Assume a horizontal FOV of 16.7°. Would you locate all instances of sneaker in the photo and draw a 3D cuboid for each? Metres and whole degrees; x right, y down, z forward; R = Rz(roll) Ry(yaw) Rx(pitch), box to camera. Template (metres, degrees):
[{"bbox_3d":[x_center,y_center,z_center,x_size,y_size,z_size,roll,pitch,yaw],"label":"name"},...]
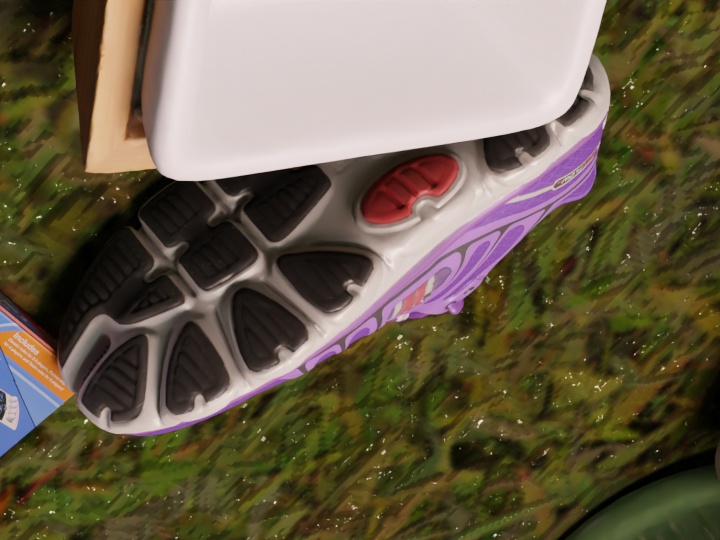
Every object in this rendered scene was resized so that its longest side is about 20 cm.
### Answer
[{"bbox_3d":[0.000,0.000,0.783,0.200,0.081,0.083,-30,144,-11],"label":"sneaker"}]

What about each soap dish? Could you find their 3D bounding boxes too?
[{"bbox_3d":[0.001,-0.126,0.667,0.157,0.081,0.200,-10,132,-28],"label":"soap dish"}]

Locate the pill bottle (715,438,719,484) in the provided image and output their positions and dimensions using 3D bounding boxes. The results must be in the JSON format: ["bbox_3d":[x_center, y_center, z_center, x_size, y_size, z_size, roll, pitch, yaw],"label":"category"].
[{"bbox_3d":[0.221,0.018,0.929,0.109,0.109,0.200,0,126,-35],"label":"pill bottle"}]

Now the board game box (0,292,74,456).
[{"bbox_3d":[-0.174,0.016,0.717,0.103,0.019,0.200,-39,139,4],"label":"board game box"}]

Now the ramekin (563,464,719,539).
[{"bbox_3d":[0.159,0.188,1.006,0.200,0.098,0.200,-8,118,-15],"label":"ramekin"}]
